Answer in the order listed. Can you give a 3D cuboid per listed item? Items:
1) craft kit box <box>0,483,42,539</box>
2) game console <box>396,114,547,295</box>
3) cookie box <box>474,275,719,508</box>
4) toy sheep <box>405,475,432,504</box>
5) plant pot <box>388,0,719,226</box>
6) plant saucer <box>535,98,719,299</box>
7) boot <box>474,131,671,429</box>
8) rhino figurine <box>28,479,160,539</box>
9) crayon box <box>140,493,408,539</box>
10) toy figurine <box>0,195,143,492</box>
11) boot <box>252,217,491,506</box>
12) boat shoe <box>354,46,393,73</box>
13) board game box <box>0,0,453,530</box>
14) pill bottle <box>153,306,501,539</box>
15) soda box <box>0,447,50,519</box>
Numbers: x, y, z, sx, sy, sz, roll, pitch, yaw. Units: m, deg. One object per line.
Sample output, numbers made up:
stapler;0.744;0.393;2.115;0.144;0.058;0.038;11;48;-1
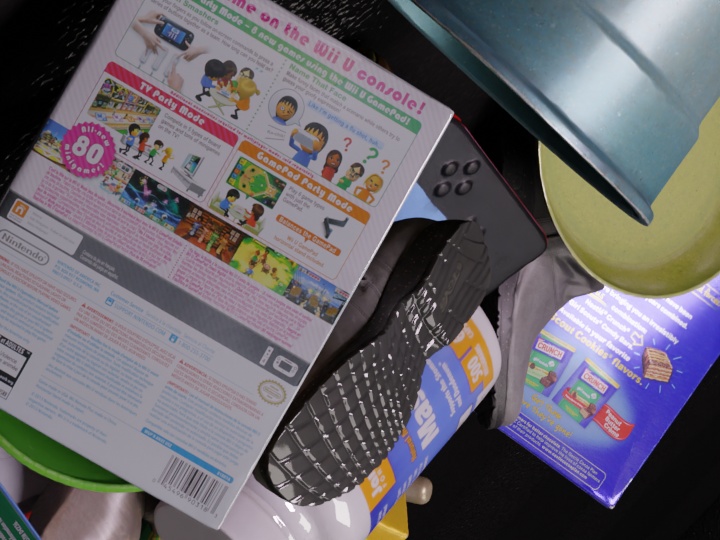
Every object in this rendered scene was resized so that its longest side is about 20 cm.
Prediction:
craft kit box;-0.196;0.091;1.039;0.048;0.200;0.198;-35;162;-13
game console;0.000;0.000;1.391;0.199;0.031;0.177;-36;137;5
cookie box;0.158;0.030;1.623;0.201;0.171;0.075;-54;-167;0
toy sheep;-0.051;0.129;1.521;0.138;0.198;0.139;11;90;-79
plant pot;0.127;-0.160;1.130;0.196;0.200;0.200;-48;163;4
plant saucer;0.184;-0.083;1.509;0.199;0.201;0.031;-31;-159;-27
boot;0.140;0.008;1.547;0.131;0.202;0.070;2;-167;-18
rhino figurine;-0.132;0.113;1.291;0.201;0.059;0.087;-64;150;-13
crayon box;-0.061;0.158;1.411;0.200;0.125;0.052;-49;-155;28
toy figurine;-0.115;0.022;1.134;0.201;0.150;0.184;-60;-176;-18
boot;-0.029;0.038;1.243;0.200;0.130;0.068;-51;135;-34
boat shoe;-0.035;-0.034;1.225;0.201;0.071;0.068;-62;142;-38
board game box;-0.074;-0.017;0.993;0.201;0.147;0.064;-59;-174;1
pill bottle;-0.020;0.089;1.303;0.200;0.112;0.112;-48;170;-30
soda box;-0.188;0.110;1.340;0.199;0.068;0.064;-18;153;-51
